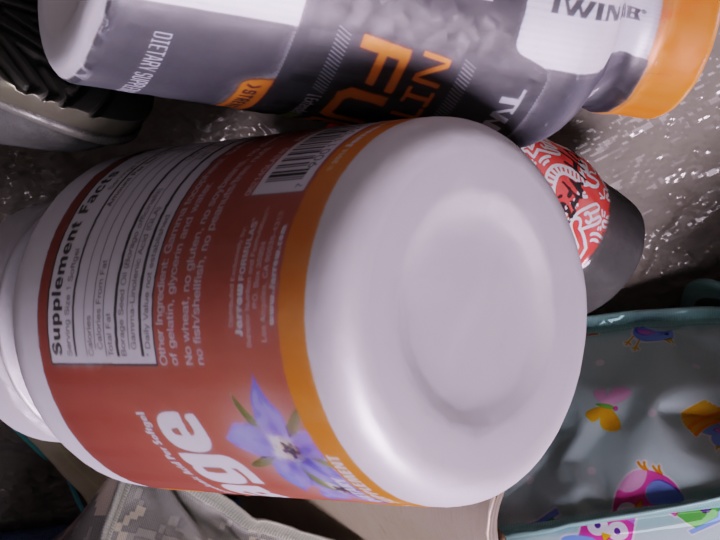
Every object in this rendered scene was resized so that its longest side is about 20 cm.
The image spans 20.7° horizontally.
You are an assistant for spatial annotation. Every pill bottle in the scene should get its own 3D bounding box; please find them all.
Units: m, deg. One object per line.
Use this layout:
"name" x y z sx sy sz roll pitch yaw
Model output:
"pill bottle" 0.010 -0.095 0.603 0.199 0.107 0.106 7 139 -21
"pill bottle" -0.037 0.015 0.625 0.199 0.113 0.112 -3 155 45

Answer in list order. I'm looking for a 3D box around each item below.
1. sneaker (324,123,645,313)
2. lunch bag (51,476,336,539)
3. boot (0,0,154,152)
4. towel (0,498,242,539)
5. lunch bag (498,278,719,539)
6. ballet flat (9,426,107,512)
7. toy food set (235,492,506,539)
"sneaker" 0.000 -0.001 0.758 0.108 0.067 0.201 37 131 -27
"lunch bag" -0.090 0.190 0.721 0.117 0.201 0.164 26 153 -10
"boot" -0.187 -0.028 0.667 0.181 0.073 0.200 22 125 -16
"towel" -0.097 0.159 0.944 0.199 0.049 0.112 -9 143 -2
"lunch bag" 0.144 0.096 0.864 0.199 0.122 0.171 -13 141 12
"ballet flat" -0.106 0.065 0.816 0.069 0.070 0.200 -16 142 8
"toy food set" 0.027 0.096 0.744 0.143 0.060 0.200 21 151 36
